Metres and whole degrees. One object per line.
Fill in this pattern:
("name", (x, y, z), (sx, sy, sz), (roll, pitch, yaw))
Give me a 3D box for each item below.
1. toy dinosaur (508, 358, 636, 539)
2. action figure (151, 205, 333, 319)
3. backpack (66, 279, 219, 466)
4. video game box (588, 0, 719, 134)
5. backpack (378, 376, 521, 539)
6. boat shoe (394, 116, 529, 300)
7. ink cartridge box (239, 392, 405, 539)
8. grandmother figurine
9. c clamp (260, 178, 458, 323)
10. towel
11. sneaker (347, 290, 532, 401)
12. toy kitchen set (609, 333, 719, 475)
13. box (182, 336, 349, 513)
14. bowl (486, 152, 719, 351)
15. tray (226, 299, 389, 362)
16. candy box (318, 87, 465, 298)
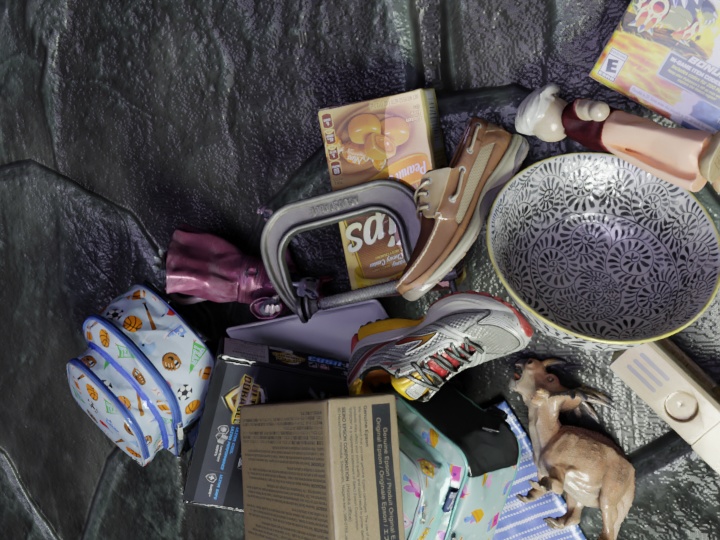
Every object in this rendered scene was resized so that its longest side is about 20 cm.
("toy dinosaur", (0.225, 0.187, 0.769), (0.200, 0.136, 0.086), (42, 160, -13))
("action figure", (-0.129, 0.017, 0.870), (0.198, 0.135, 0.150), (14, 142, -3))
("backpack", (-0.250, 0.116, 0.900), (0.199, 0.154, 0.191), (34, 138, 13))
("video game box", (0.325, -0.199, 0.645), (0.199, 0.047, 0.184), (33, 111, 14))
("backpack", (0.053, 0.222, 0.782), (0.175, 0.152, 0.202), (32, 125, 45))
("boat shoe", (0.082, -0.061, 0.724), (0.071, 0.201, 0.076), (35, 158, -2))
("ink cartridge box", (-0.042, 0.202, 0.716), (0.199, 0.074, 0.167), (-18, 74, 57))
("grandmother figurine", (0.220, -0.120, 0.675), (0.199, 0.121, 0.061), (26, 87, 40))
("c clamp", (0.000, 0.000, 0.769), (0.197, 0.027, 0.173), (-8, 97, 9))
("towel", (0.149, 0.259, 0.846), (0.144, 0.024, 0.201), (-31, 88, 26))
("sneaker", (0.070, 0.083, 0.714), (0.199, 0.083, 0.078), (-24, 125, 36))
("toy kitchen set", (0.341, 0.081, 0.637), (0.180, 0.163, 0.200), (44, 115, 9))
("box", (-0.084, 0.188, 0.872), (0.196, 0.050, 0.202), (14, 111, -11))
("bowl", (0.208, -0.001, 0.696), (0.199, 0.202, 0.095), (24, 150, 17))
("tray", (-0.044, 0.077, 0.871), (0.198, 0.022, 0.108), (-12, 134, 26))
("candy box", (0.034, -0.077, 0.799), (0.114, 0.055, 0.203), (-7, 99, 23))
